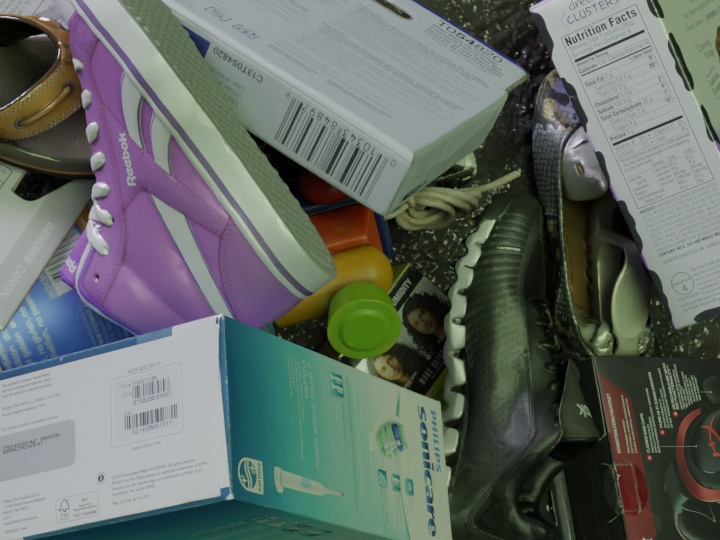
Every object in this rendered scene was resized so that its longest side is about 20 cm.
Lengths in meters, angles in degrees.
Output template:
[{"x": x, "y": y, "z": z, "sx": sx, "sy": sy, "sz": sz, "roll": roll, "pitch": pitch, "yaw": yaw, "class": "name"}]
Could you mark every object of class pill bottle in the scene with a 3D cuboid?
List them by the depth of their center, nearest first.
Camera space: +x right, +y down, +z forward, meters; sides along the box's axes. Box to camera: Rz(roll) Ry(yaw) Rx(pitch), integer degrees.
[{"x": -0.204, "y": 0.046, "z": 0.943, "sx": 0.200, "sy": 0.112, "sz": 0.112, "roll": -28, "pitch": 96, "yaw": -21, "class": "pill bottle"}]

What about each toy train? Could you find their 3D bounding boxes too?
[{"x": 0.000, "y": 0.000, "z": 0.990, "sx": 0.199, "sy": 0.116, "sz": 0.085, "roll": -15, "pitch": 126, "yaw": -1, "class": "toy train"}]

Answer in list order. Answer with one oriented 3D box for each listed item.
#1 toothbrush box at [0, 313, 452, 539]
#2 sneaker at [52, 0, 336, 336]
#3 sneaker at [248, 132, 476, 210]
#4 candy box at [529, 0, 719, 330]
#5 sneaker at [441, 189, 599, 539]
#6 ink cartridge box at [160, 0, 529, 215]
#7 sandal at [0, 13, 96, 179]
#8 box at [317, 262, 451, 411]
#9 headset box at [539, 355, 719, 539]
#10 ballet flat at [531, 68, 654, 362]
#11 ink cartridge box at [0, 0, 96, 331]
[{"x": -0.066, "y": 0.096, "z": 0.904, "sx": 0.200, "sy": 0.146, "sz": 0.086, "roll": 26, "pitch": 55, "yaw": -54, "class": "toothbrush box"}, {"x": -0.112, "y": -0.049, "z": 0.877, "sx": 0.114, "sy": 0.073, "sz": 0.201, "roll": -32, "pitch": 93, "yaw": 14, "class": "sneaker"}, {"x": -0.034, "y": -0.090, "z": 1.057, "sx": 0.199, "sy": 0.078, "sz": 0.090, "roll": 8, "pitch": 61, "yaw": -22, "class": "sneaker"}, {"x": 0.194, "y": -0.090, "z": 1.093, "sx": 0.168, "sy": 0.071, "sz": 0.200, "roll": -34, "pitch": 100, "yaw": -58, "class": "candy box"}, {"x": 0.085, "y": 0.059, "z": 0.983, "sx": 0.090, "sy": 0.066, "sz": 0.201, "roll": 8, "pitch": 82, "yaw": 24, "class": "sneaker"}, {"x": -0.027, "y": -0.117, "z": 0.987, "sx": 0.199, "sy": 0.200, "sz": 0.041, "roll": 33, "pitch": 116, "yaw": 10, "class": "ink cartridge box"}, {"x": -0.169, "y": -0.097, "z": 0.913, "sx": 0.199, "sy": 0.055, "sz": 0.082, "roll": 12, "pitch": 60, "yaw": -21, "class": "sandal"}, {"x": 0.069, "y": 0.088, "z": 1.081, "sx": 0.200, "sy": 0.050, "sz": 0.075, "roll": 43, "pitch": 71, "yaw": -14, "class": "box"}, {"x": 0.178, "y": 0.128, "z": 1.049, "sx": 0.200, "sy": 0.075, "sz": 0.149, "roll": 3, "pitch": 70, "yaw": -34, "class": "headset box"}, {"x": 0.144, "y": -0.025, "z": 1.112, "sx": 0.072, "sy": 0.072, "sz": 0.201, "roll": -2, "pitch": 86, "yaw": -22, "class": "ballet flat"}, {"x": -0.210, "y": -0.081, "z": 0.944, "sx": 0.176, "sy": 0.045, "sz": 0.200, "roll": 34, "pitch": 54, "yaw": -8, "class": "ink cartridge box"}]
